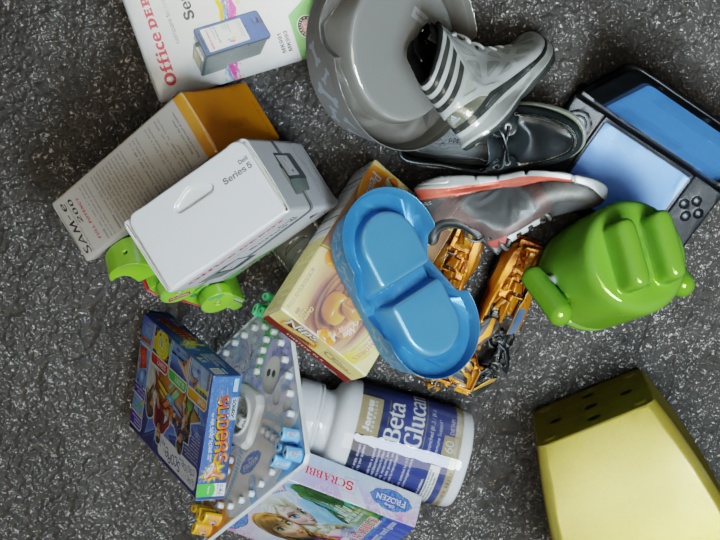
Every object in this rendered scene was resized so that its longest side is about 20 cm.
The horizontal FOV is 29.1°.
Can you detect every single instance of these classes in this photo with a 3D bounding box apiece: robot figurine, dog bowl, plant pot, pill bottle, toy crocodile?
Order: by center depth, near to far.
[{"bbox_3d":[0.029,-0.219,1.356,0.199,0.058,0.203,-6,99,-43],"label":"dog bowl"},{"bbox_3d":[0.041,0.016,1.395,0.111,0.049,0.201,-31,95,-30],"label":"dog bowl"},{"bbox_3d":[0.255,-0.003,1.424,0.174,0.200,0.117,-15,83,-20],"label":"robot figurine"},{"bbox_3d":[-0.186,0.008,1.441,0.061,0.200,0.068,-32,68,18],"label":"toy crocodile"},{"bbox_3d":[0.114,0.046,1.507,0.144,0.058,0.202,20,104,-7],"label":"robot figurine"},{"bbox_3d":[0.285,0.227,1.522,0.198,0.200,0.178,-23,99,9],"label":"plant pot"},{"bbox_3d":[0.018,0.185,1.540,0.198,0.111,0.112,16,111,-6],"label":"pill bottle"}]

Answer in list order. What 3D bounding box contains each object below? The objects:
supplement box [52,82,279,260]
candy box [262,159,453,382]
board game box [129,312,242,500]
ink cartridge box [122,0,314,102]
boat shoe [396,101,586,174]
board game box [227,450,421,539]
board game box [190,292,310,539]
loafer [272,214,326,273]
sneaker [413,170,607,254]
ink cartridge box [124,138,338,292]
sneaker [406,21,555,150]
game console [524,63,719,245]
[{"bbox_3d":[-0.195,-0.101,1.390,0.199,0.126,0.074,-36,85,27],"label":"supplement box"},{"bbox_3d":[0.000,0.000,1.436,0.115,0.055,0.201,39,64,-15],"label":"candy box"},{"bbox_3d":[-0.190,0.140,1.472,0.034,0.200,0.137,2,107,-31],"label":"board game box"},{"bbox_3d":[-0.128,-0.269,1.376,0.198,0.088,0.147,-14,112,7],"label":"ink cartridge box"},{"bbox_3d":[0.128,-0.131,1.411,0.197,0.066,0.075,8,117,17],"label":"boat shoe"},{"bbox_3d":[-0.057,0.268,1.552,0.198,0.041,0.200,22,147,-8],"label":"board game box"},{"bbox_3d":[-0.128,0.152,1.455,0.026,0.202,0.200,15,140,-33],"label":"board game box"},{"bbox_3d":[-0.055,-0.024,1.478,0.200,0.070,0.070,44,105,-11],"label":"loafer"},{"bbox_3d":[0.155,-0.057,1.427,0.198,0.077,0.083,-3,85,9],"label":"sneaker"},{"bbox_3d":[-0.121,-0.056,1.355,0.145,0.200,0.084,-34,87,13],"label":"ink cartridge box"},{"bbox_3d":[0.117,-0.212,1.349,0.075,0.201,0.116,-32,103,40],"label":"sneaker"},{"bbox_3d":[0.296,-0.103,1.425,0.199,0.117,0.177,31,108,-11],"label":"game console"}]
